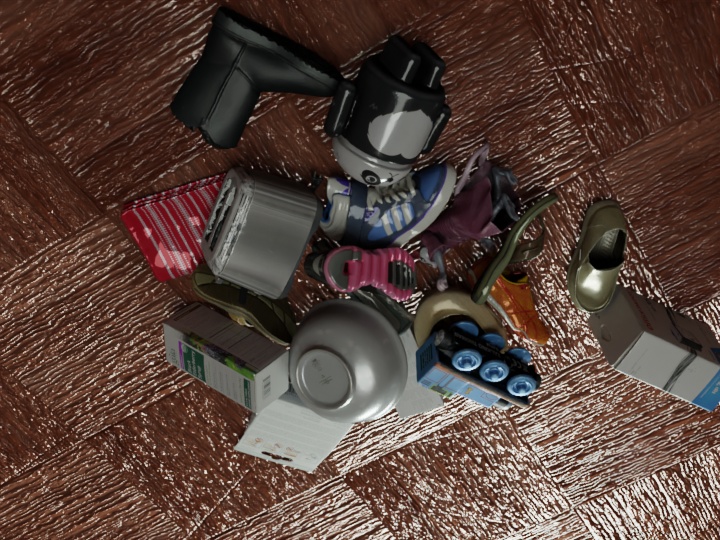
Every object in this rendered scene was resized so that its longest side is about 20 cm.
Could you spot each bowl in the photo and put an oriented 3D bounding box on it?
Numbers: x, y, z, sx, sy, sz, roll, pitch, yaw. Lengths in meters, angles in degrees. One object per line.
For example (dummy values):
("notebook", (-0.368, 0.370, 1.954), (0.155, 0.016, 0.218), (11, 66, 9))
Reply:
("bowl", (-0.035, 0.150, 1.306), (0.200, 0.090, 0.202), (7, 107, 24))

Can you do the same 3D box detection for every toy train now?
("toy train", (0.185, 0.156, 1.358), (0.200, 0.087, 0.114), (26, 128, -20))

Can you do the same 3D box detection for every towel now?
("towel", (-0.245, -0.064, 1.312), (0.199, 0.023, 0.145), (-16, 123, 7))

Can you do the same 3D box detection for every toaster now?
("toaster", (-0.143, -0.063, 1.246), (0.129, 0.114, 0.200), (17, 108, -29))

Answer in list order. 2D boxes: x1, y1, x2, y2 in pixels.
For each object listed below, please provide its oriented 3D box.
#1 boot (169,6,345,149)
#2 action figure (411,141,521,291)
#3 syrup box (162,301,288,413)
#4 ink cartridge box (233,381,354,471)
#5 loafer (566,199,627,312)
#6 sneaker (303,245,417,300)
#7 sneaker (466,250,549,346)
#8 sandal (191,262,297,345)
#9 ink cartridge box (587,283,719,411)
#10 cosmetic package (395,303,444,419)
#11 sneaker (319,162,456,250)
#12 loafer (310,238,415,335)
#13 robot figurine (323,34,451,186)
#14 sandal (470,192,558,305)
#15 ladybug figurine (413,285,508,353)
("boot", (-0.140, -0.236, 1.173), (0.200, 0.076, 0.168), (26, 114, -10))
("action figure", (0.138, -0.070, 1.276), (0.200, 0.134, 0.149), (-32, 93, 38))
("syrup box", (-0.210, 0.132, 1.344), (0.200, 0.081, 0.079), (24, 128, 29))
("ink cartridge box", (-0.119, 0.277, 1.536), (0.160, 0.047, 0.200), (20, 137, -15))
("loafer", (0.370, -0.010, 1.353), (0.075, 0.068, 0.201), (-3, 123, -1))
("sneaker", (0.000, 0.000, 1.274), (0.200, 0.095, 0.079), (12, 82, -44))
("sneaker", (0.252, 0.050, 1.386), (0.077, 0.073, 0.200), (-39, 120, 9))
("sandal", (-0.184, 0.054, 1.363), (0.200, 0.081, 0.054), (30, 142, -25))
("ink cartridge box", (0.486, 0.123, 1.398), (0.199, 0.147, 0.086), (24, 117, -18))
("cosmetic package", (0.070, 0.154, 1.452), (0.082, 0.051, 0.200), (-17, 122, 12))
("sneaker", (0.026, -0.108, 1.262), (0.146, 0.081, 0.200), (29, 123, -27))
("loafer", (0.005, 0.023, 1.348), (0.063, 0.072, 0.200), (-40, 99, -4))
("robot figurine", (0.040, -0.210, 1.173), (0.150, 0.125, 0.200), (26, 118, 0))
("sandal", (0.238, -0.028, 1.302), (0.057, 0.080, 0.201), (33, 94, 7))
("ladybug figurine", (0.162, 0.098, 1.409), (0.135, 0.072, 0.200), (-28, 120, 15))
